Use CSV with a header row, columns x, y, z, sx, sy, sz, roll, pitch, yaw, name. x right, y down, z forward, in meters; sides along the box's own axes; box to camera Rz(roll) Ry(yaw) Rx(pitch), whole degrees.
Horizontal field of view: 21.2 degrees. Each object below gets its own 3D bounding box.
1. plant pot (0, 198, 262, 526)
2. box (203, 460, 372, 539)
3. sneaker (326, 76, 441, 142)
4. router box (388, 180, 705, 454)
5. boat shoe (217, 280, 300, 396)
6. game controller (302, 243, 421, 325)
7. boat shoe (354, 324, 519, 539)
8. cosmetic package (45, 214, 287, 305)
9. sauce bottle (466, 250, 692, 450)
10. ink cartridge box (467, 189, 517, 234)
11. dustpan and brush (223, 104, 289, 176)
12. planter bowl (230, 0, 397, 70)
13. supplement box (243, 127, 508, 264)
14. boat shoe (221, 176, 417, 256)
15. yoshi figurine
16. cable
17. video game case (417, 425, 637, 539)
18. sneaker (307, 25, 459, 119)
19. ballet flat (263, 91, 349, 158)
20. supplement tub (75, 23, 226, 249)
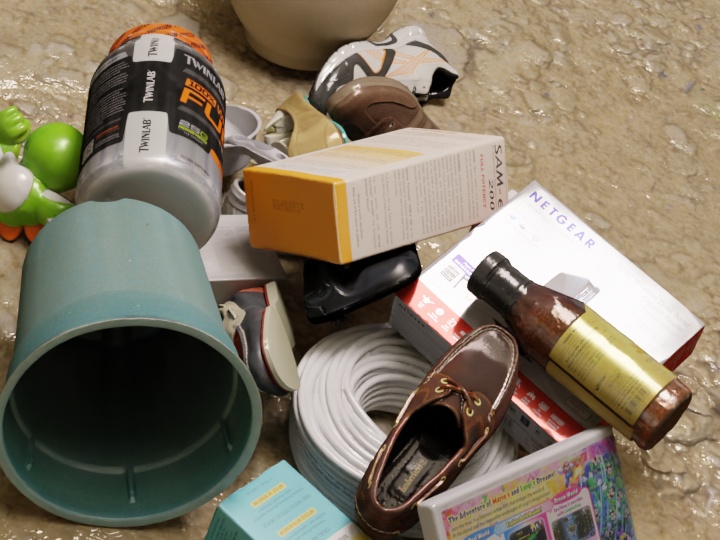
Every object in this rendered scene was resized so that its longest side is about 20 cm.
x,y,z,sx,sy,sz,roll,pitch,yaw,name
-0.187,0.057,1.493,0.199,0.201,0.197,7,35,-17,plant pot
-0.020,0.239,1.465,0.200,0.049,0.082,40,43,20,box
0.044,-0.118,1.813,0.200,0.070,0.076,27,30,-53,sneaker
0.155,0.045,1.611,0.200,0.049,0.179,41,61,19,router box
-0.088,0.059,1.571,0.062,0.072,0.200,-17,16,1,boat shoe
0.000,0.000,1.659,0.104,0.042,0.200,-15,13,2,game controller
0.066,0.121,1.494,0.070,0.070,0.201,30,67,9,boat shoe
-0.171,-0.002,1.661,0.199,0.051,0.083,-1,48,-25,cosmetic package
0.171,0.058,1.534,0.200,0.066,0.066,42,44,17,sauce bottle
0.178,0.036,1.726,0.200,0.116,0.068,38,43,17,ink cartridge box
-0.128,-0.116,1.757,0.139,0.058,0.200,-19,39,-36,dustpan and brush
-0.051,-0.289,1.955,0.198,0.135,0.201,7,37,-5,planter bowl
0.015,-0.067,1.654,0.199,0.074,0.126,-17,18,-38,supplement box
-0.032,-0.055,1.769,0.198,0.066,0.072,6,42,-18,boat shoe
-0.315,-0.111,1.675,0.199,0.112,0.112,31,34,6,yoshi figurine
0.034,0.129,1.597,0.198,0.069,0.201,6,44,-18,cable
0.140,0.235,1.475,0.199,0.024,0.184,-18,97,-37,video game case
0.024,-0.189,1.938,0.080,0.074,0.199,42,44,19,sneaker
-0.061,-0.126,1.793,0.063,0.069,0.200,-17,13,-9,ballet flat
-0.176,-0.112,1.641,0.122,0.123,0.201,11,44,-13,supplement tub
